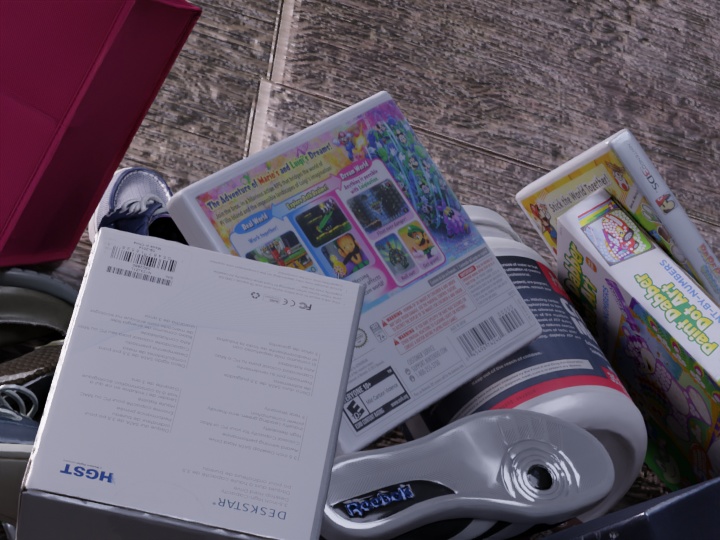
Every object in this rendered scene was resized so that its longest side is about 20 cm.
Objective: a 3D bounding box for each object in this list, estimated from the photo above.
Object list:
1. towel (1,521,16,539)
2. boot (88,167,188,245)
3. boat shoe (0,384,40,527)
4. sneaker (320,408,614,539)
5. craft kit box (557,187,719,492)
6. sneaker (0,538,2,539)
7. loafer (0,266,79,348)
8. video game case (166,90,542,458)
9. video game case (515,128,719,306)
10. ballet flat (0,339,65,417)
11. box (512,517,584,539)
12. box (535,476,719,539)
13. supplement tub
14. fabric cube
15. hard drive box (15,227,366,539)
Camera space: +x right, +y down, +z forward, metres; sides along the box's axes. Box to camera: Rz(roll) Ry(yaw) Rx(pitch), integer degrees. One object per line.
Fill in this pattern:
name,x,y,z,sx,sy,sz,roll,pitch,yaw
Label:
towel,-0.114,0.198,1.665,0.149,0.031,0.200,-4,46,-31
boot,-0.133,-0.021,1.868,0.073,0.090,0.200,10,39,-18
boat shoe,-0.208,0.103,1.581,0.199,0.075,0.062,5,43,-11
sneaker,0.043,0.143,1.667,0.199,0.112,0.073,-6,59,-26
craft kit box,0.206,0.071,1.860,0.048,0.200,0.198,-32,61,-15
sneaker,-0.273,0.177,1.583,0.199,0.075,0.079,16,51,-2
loafer,-0.263,0.031,1.766,0.199,0.075,0.070,7,82,-31
video game case,0.000,0.000,1.697,0.200,0.024,0.182,-29,84,-45
video game case,0.189,0.003,1.888,0.023,0.200,0.182,-35,91,-16
ballet flat,-0.237,0.074,1.720,0.200,0.067,0.046,-22,69,-37
box,0.157,0.244,1.703,0.200,0.100,0.075,36,39,17
box,0.152,0.236,1.563,0.117,0.196,0.201,-16,82,-48
supplement tub,0.086,0.069,1.839,0.140,0.141,0.200,-2,45,-30
fabric cube,-0.247,-0.137,1.804,0.199,0.200,0.196,29,5,7
hard drive box,-0.090,0.084,1.520,0.155,0.077,0.200,12,44,0
